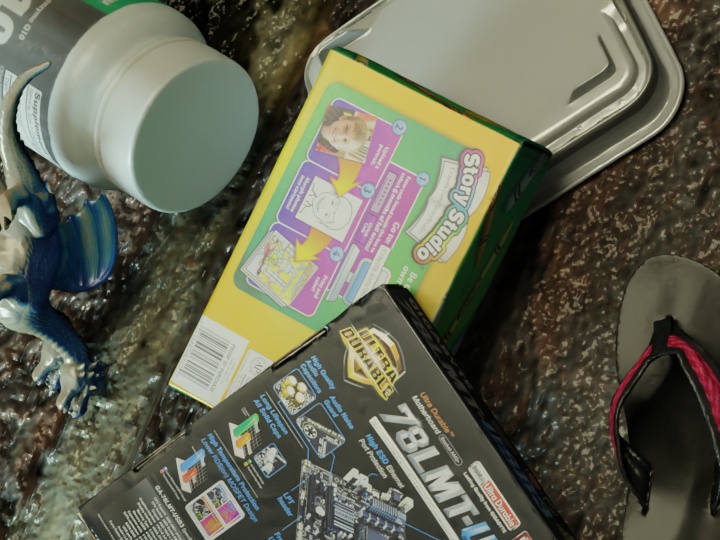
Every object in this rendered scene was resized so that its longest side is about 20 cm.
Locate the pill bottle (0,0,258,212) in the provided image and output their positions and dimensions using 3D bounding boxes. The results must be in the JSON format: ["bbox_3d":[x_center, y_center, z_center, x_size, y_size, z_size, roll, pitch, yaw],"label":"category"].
[{"bbox_3d":[-0.158,-0.116,1.462,0.200,0.113,0.113,31,87,37],"label":"pill bottle"}]

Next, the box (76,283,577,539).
[{"bbox_3d":[-0.006,0.142,1.242,0.198,0.050,0.200,-37,80,11],"label":"box"}]

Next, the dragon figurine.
[{"bbox_3d":[-0.177,-0.018,1.411,0.059,0.099,0.201,12,98,42],"label":"dragon figurine"}]

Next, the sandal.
[{"bbox_3d":[0.153,0.081,1.219,0.075,0.045,0.200,-10,64,28],"label":"sandal"}]

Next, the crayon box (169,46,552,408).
[{"bbox_3d":[0.000,0.000,1.305,0.119,0.058,0.200,28,95,20],"label":"crayon box"}]

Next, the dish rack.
[{"bbox_3d":[0.062,-0.106,1.365,0.200,0.044,0.172,-32,55,15],"label":"dish rack"}]
